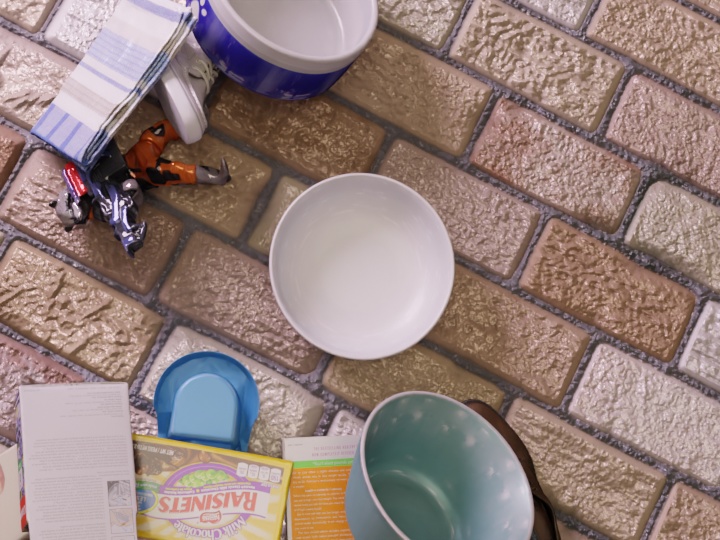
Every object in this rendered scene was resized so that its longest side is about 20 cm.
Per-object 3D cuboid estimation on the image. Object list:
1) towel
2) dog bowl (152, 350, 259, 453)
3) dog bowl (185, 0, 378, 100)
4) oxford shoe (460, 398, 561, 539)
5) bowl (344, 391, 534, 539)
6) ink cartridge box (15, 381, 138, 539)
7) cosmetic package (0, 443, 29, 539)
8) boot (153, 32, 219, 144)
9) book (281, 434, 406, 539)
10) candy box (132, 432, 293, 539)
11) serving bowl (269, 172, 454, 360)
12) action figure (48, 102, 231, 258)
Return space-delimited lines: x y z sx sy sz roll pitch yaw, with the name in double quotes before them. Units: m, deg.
"towel" -0.263 -0.207 1.453 0.024 0.147 0.201 38 85 -41
"dog bowl" -0.167 0.188 1.452 0.110 0.050 0.202 7 79 -4
"dog bowl" -0.084 -0.287 1.489 0.198 0.079 0.202 14 57 -23
"oxford shoe" 0.161 0.224 1.459 0.072 0.084 0.201 -29 82 -8
"bowl" 0.064 0.233 1.382 0.199 0.105 0.202 20 43 -20
"ink cartridge box" -0.275 0.212 1.341 0.108 0.050 0.202 0 69 -21
"cosmetic package" -0.396 0.261 1.392 0.199 0.103 0.088 -32 85 -11
"boot" -0.178 -0.220 1.481 0.095 0.074 0.201 -20 51 -12
"book" -0.013 0.275 1.454 0.132 0.048 0.202 -1 82 -6
"candy box" -0.173 0.228 1.406 0.198 0.026 0.103 10 81 -3
"serving bowl" 0.000 0.000 1.493 0.198 0.066 0.202 1 79 -4
"action figure" -0.233 -0.083 1.471 0.192 0.105 0.201 -19 57 -3
